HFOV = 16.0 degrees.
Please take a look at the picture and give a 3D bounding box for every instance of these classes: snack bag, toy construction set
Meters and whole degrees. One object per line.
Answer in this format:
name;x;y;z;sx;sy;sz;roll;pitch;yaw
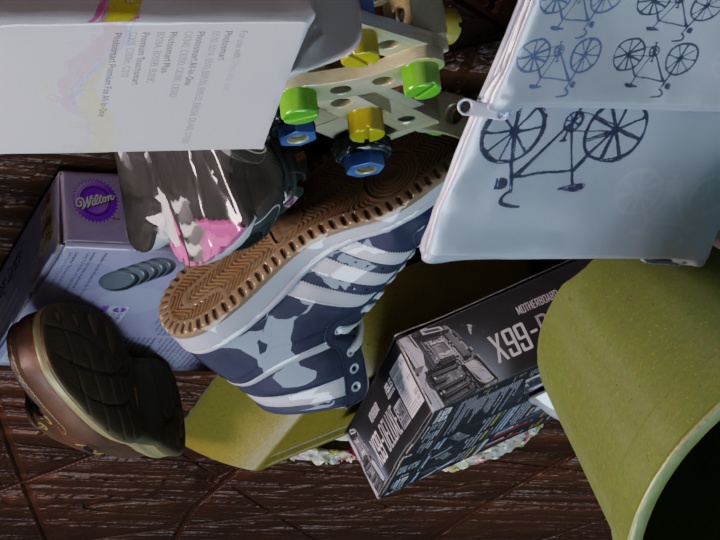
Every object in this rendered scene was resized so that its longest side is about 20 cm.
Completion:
snack bag;0.129;-0.079;1.204;0.188;0.021;0.201;0;126;-35
toy construction set;0.023;-0.091;1.221;0.130;0.093;0.200;-18;145;28

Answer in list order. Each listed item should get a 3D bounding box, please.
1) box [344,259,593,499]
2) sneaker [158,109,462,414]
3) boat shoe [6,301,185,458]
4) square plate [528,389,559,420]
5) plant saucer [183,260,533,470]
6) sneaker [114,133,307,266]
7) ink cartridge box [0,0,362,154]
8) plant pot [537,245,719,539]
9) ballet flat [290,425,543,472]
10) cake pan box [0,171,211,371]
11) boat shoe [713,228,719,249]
box;0.083;0.058;1.487;0.157;0.050;0.200;-24;166;-15
sneaker;0.000;0.000;1.369;0.199;0.070;0.109;-34;130;9
boat shoe;-0.161;0.072;1.460;0.067;0.073;0.200;-13;161;12
square plate;0.210;0.060;1.520;0.197;0.029;0.200;-23;166;9
plant saucer;0.004;0.056;1.540;0.199;0.049;0.200;-21;166;-25
sneaker;-0.064;-0.053;1.283;0.086;0.081;0.200;-14;-171;-16
ink cartridge box;-0.105;-0.127;1.023;0.198;0.129;0.125;-1;159;-13
plant pot;0.185;0.077;1.325;0.199;0.190;0.201;-11;124;-18
ballet flat;0.032;0.102;1.714;0.198;0.076;0.064;-6;178;-2
cake pan box;-0.109;0.007;1.475;0.183;0.053;0.200;4;157;-19
boat shoe;0.152;-0.052;1.388;0.199;0.074;0.065;11;138;-45
